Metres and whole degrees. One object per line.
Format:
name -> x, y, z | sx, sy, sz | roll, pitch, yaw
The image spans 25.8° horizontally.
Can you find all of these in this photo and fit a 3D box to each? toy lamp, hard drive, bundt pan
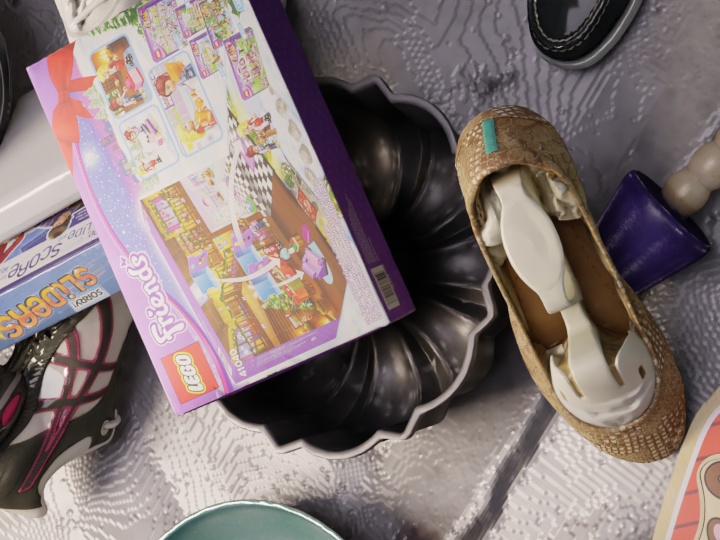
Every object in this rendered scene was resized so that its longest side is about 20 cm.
toy lamp -> 0.188, -0.066, 0.761 | 0.200, 0.058, 0.058 | -46, 65, 18
hard drive -> -0.133, -0.102, 0.923 | 0.199, 0.027, 0.132 | -25, 34, 24
bundt pan -> 0.000, 0.000, 0.850 | 0.200, 0.076, 0.204 | -3, 84, 30

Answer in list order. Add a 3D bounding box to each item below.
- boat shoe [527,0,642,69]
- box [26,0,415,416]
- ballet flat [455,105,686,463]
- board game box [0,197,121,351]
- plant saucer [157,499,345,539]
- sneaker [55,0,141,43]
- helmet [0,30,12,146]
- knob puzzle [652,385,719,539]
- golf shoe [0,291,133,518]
boat shoe -> 0.120, -0.207, 0.811 | 0.075, 0.060, 0.202 | 11, 91, 30
box -> -0.073, -0.043, 0.803 | 0.136, 0.039, 0.201 | -24, 89, 25
ballet flat -> 0.098, 0.019, 0.747 | 0.070, 0.065, 0.201 | -26, 105, 17
board game box -> -0.194, -0.016, 0.943 | 0.199, 0.034, 0.136 | -25, 34, 27
plant saucer -> -0.053, 0.229, 0.881 | 0.199, 0.036, 0.202 | -3, 84, 29
sneaker -> -0.153, -0.164, 0.909 | 0.075, 0.081, 0.201 | -32, 42, 12
helmet -> -0.310, -0.112, 0.978 | 0.191, 0.200, 0.200 | -48, 65, 20
knob puzzle -> 0.226, 0.118, 0.735 | 0.218, 0.030, 0.222 | -3, 84, 30
golf shoe -> -0.175, 0.055, 0.954 | 0.200, 0.088, 0.077 | -50, 29, -6
